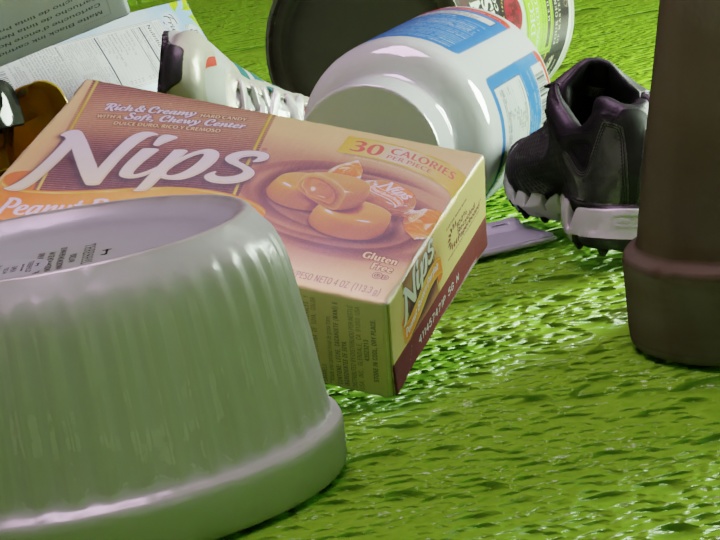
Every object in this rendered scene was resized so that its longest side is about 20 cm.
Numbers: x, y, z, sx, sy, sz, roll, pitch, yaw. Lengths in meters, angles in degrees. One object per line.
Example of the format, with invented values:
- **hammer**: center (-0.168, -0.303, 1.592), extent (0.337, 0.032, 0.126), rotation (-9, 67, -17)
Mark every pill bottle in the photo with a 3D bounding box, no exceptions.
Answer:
- **pill bottle**: center (0.032, -0.080, 1.554), extent (0.112, 0.113, 0.200), rotation (-6, 10, 19)

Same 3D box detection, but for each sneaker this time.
- **sneaker**: center (-0.059, -0.095, 1.692), extent (0.093, 0.071, 0.200), rotation (-1, -18, 14)
- **sneaker**: center (0.119, -0.066, 1.440), extent (0.066, 0.091, 0.200), rotation (-1, 10, -9)

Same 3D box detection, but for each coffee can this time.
- **coffee can**: center (0.043, -0.164, 1.902), extent (0.146, 0.147, 0.200), rotation (-5, 11, 26)

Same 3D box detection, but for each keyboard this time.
- **keyboard**: center (0.000, 0.000, 1.445), extent (0.199, 0.011, 0.056), rotation (-13, 16, -13)

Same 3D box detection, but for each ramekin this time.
- **ramekin**: center (-0.110, 0.039, 1.064), extent (0.199, 0.106, 0.200), rotation (-9, 11, 2)

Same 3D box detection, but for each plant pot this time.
- **plant pot**: center (0.199, -0.068, 1.167), extent (0.199, 0.174, 0.200), rotation (-8, 10, 1)

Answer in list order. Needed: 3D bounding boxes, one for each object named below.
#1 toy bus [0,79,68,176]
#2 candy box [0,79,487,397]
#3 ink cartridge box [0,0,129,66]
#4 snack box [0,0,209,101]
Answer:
- **toy bus**: center (-0.248, -0.009, 1.392), extent (0.199, 0.136, 0.192), rotation (-18, 7, -29)
- **candy box**: center (-0.056, -0.017, 1.223), extent (0.199, 0.055, 0.116), rotation (11, 39, 21)
- **ink cartridge box**: center (-0.228, -0.136, 1.537), extent (0.199, 0.041, 0.200), rotation (-23, -18, -4)
- **snack box**: center (-0.206, -0.087, 1.760), extent (0.200, 0.068, 0.169), rotation (-23, -11, -47)
